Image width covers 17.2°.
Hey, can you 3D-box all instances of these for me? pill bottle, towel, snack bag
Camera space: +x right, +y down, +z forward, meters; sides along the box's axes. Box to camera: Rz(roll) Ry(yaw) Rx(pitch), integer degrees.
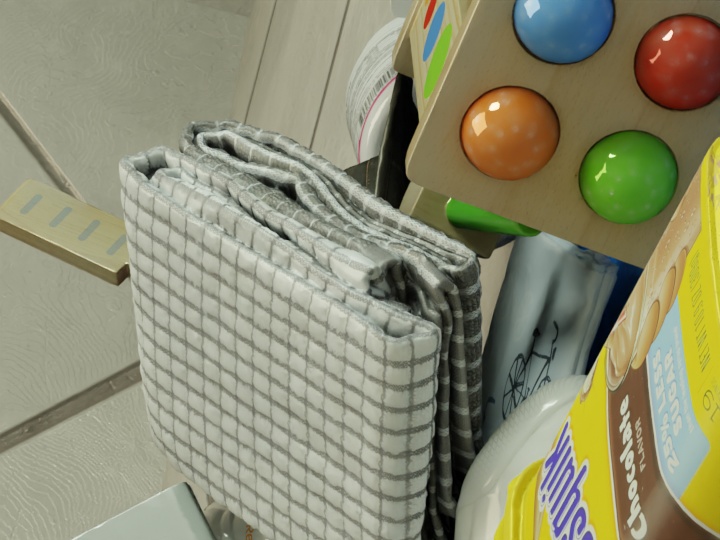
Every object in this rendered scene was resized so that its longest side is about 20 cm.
[{"bbox_3d":[0.049,-0.088,1.394,0.200,0.113,0.114,-103,28,-73],"label":"pill bottle"},{"bbox_3d":[-0.020,0.037,1.093,0.200,0.085,0.166,29,133,39],"label":"towel"},{"bbox_3d":[0.080,0.075,1.184,0.189,0.021,0.201,-129,53,-79],"label":"snack bag"}]

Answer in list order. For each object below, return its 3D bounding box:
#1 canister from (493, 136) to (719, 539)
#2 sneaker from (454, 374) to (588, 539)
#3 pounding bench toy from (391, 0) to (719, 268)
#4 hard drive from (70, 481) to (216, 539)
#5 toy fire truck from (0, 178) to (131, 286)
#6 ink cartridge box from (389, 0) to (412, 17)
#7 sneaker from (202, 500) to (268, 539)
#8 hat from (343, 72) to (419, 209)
[{"bbox_3d":[0.114,0.071,0.790,0.149,0.086,0.200,-86,14,-48],"label":"canister"},{"bbox_3d":[0.076,0.146,1.034,0.088,0.075,0.201,30,95,49],"label":"sneaker"},{"bbox_3d":[0.081,-0.065,1.037,0.156,0.124,0.201,-92,24,-63],"label":"pounding bench toy"},{"bbox_3d":[-0.097,0.220,1.135,0.201,0.131,0.026,62,179,13],"label":"hard drive"},{"bbox_3d":[-0.081,-0.001,1.302,0.128,0.200,0.176,-28,19,33],"label":"toy fire truck"},{"bbox_3d":[0.084,-0.207,1.297,0.067,0.116,0.201,-94,12,-57],"label":"ink cartridge box"},{"bbox_3d":[-0.002,0.131,1.237,0.200,0.080,0.074,-17,-93,-61],"label":"sneaker"},{"bbox_3d":[0.000,0.000,1.214,0.201,0.080,0.202,-7,-90,-77],"label":"hat"}]
